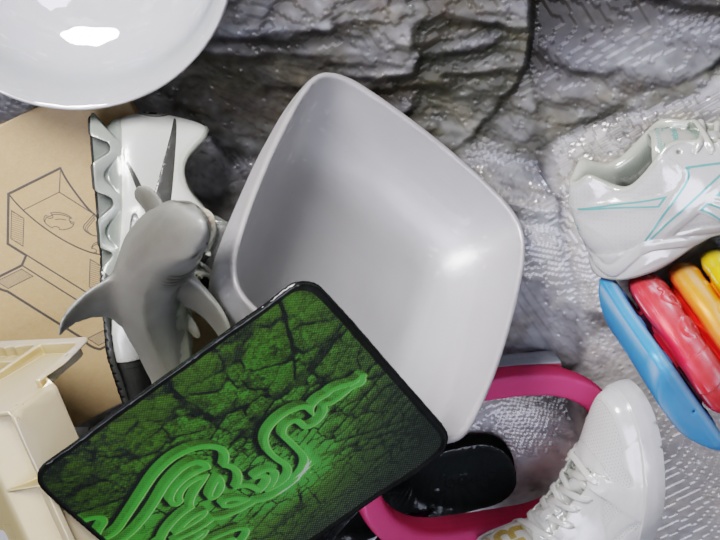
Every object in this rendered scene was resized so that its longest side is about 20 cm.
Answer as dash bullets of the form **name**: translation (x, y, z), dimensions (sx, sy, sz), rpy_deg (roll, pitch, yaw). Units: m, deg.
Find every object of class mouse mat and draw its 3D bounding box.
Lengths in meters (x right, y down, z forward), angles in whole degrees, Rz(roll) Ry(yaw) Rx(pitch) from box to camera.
- **mouse mat**: translation (-0.065, 0.109, 0.947), dimensions (0.200, 0.008, 0.161), rpy_deg (-35, 123, 9)

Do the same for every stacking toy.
- **stacking toy**: translation (0.267, 0.011, 1.074), dimensions (0.200, 0.110, 0.116), rpy_deg (-35, 128, 9)

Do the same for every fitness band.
- **fitness band**: translation (0.090, 0.132, 1.151), dimensions (0.200, 0.037, 0.144), rpy_deg (-6, 114, -16)

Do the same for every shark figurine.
- **shark figurine**: translation (-0.129, 0.041, 0.958), dimensions (0.089, 0.128, 0.215), rpy_deg (-22, 128, -26)

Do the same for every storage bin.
- **storage bin**: translation (-0.216, 0.153, 1.034), dimensions (0.198, 0.094, 0.200), rpy_deg (-5, 112, 42)

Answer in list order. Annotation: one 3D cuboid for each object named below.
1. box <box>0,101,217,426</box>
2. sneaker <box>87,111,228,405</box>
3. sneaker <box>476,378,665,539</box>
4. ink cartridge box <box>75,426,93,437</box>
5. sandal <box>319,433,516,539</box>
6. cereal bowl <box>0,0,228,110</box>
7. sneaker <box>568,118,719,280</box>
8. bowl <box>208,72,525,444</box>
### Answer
- **box**: translation (-0.187, -0.008, 1.069), dimensions (0.163, 0.021, 0.200), rpy_deg (-26, 101, -1)
- **sneaker**: translation (-0.121, 0.000, 1.029), dimensions (0.088, 0.074, 0.200), rpy_deg (-3, 100, -7)
- **sneaker**: translation (0.140, 0.173, 1.128), dimensions (0.115, 0.074, 0.200), rpy_deg (-8, 119, -19)
- **ink cartridge box**: translation (-0.177, 0.193, 1.198), dimensions (0.200, 0.083, 0.145), rpy_deg (-3, 119, 5)
- **sandal**: translation (0.016, 0.172, 1.198), dimensions (0.200, 0.048, 0.075), rpy_deg (-21, 117, 13)
- **cereal bowl**: translation (-0.170, -0.201, 0.972), dimensions (0.200, 0.083, 0.200), rpy_deg (1, 120, 3)
- **sneaker**: translation (0.227, -0.063, 1.042), dimensions (0.200, 0.070, 0.080), rpy_deg (-22, 114, 15)
- **bowl**: translation (0.000, 0.000, 1.029), dimensions (0.200, 0.200, 0.075), rpy_deg (36, 143, -20)
